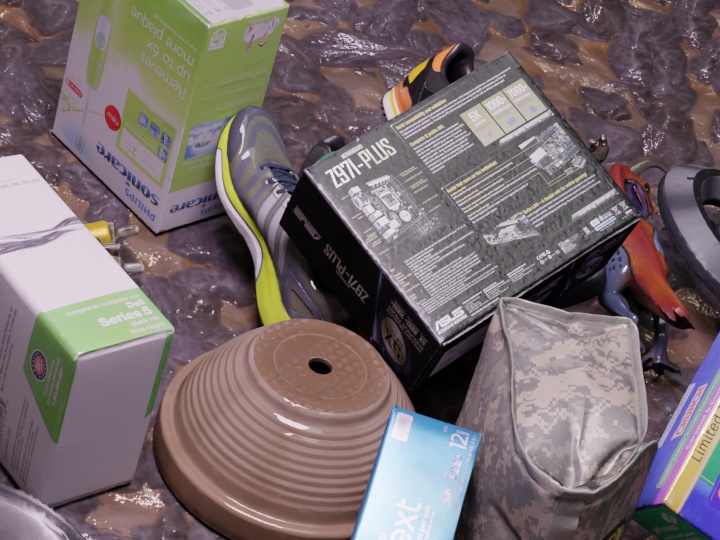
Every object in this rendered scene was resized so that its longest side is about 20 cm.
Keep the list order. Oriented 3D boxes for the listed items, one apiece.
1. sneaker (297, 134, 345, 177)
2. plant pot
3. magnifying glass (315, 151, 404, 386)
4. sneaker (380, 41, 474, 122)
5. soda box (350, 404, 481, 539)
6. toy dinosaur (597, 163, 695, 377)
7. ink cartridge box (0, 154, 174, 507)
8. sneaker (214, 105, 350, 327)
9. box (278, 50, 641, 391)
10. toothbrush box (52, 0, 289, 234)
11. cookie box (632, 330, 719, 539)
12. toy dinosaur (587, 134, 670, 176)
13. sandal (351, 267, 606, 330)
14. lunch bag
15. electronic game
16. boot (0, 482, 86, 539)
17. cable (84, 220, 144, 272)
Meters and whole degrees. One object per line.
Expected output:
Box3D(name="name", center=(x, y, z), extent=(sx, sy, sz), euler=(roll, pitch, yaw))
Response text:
Box3D(name="sneaker", center=(0.037, -0.039, 1.868), extent=(0.200, 0.091, 0.076), euler=(23, 35, 4))
Box3D(name="plant pot", center=(-0.039, 0.100, 1.660), extent=(0.200, 0.093, 0.201), euler=(11, 39, -9))
Box3D(name="magnifying glass", center=(0.000, 0.000, 1.800), extent=(0.022, 0.080, 0.200), euler=(24, 46, -51))
Box3D(name="sneaker", center=(0.085, -0.096, 1.832), extent=(0.070, 0.090, 0.200), euler=(25, 29, -42))
Box3D(name="soda box", center=(0.021, 0.194, 1.536), extent=(0.064, 0.068, 0.200), euler=(18, 57, 1))
Box3D(name="toy dinosaur", center=(0.227, -0.011, 1.872), extent=(0.105, 0.200, 0.182), euler=(16, 66, -28))
Box3D(name="ink cartridge box", center=(-0.225, 0.039, 1.615), extent=(0.084, 0.146, 0.200), euler=(-16, 49, -37))
Box3D(name="sneaker", center=(-0.046, -0.037, 1.784), extent=(0.074, 0.081, 0.200), euler=(-4, 67, -46))
Box3D(name="box", center=(0.072, -0.037, 1.719), extent=(0.200, 0.086, 0.164), euler=(-32, 76, -27))
Box3D(name="toothbrush box", center=(-0.151, -0.155, 1.845), extent=(0.086, 0.200, 0.146), euler=(-21, 52, -38))
Box3D(name="cookie box", center=(0.309, 0.151, 1.648), extent=(0.200, 0.075, 0.171), euler=(35, 69, -8))
Box3D(name="toy dinosaur", center=(0.163, -0.071, 1.991), extent=(0.200, 0.077, 0.102), euler=(13, 49, -15))
Box3D(name="sandal", center=(0.092, 0.027, 1.818), extent=(0.200, 0.043, 0.076), euler=(-10, 44, -2))
Box3D(name="lunch bag", center=(0.128, 0.145, 1.612), extent=(0.117, 0.164, 0.200), euler=(10, 38, -8))
Box3D(name="electronic game", center=(0.322, -0.010, 1.948), extent=(0.200, 0.042, 0.200), euler=(31, 30, -21))
Box3D(name="boot", center=(-0.214, 0.215, 1.469), extent=(0.200, 0.070, 0.132), euler=(25, 43, 15))
Box3D(name="cable", center=(-0.261, 0.001, 1.755), extent=(0.200, 0.050, 0.097), euler=(1, 56, -3))
